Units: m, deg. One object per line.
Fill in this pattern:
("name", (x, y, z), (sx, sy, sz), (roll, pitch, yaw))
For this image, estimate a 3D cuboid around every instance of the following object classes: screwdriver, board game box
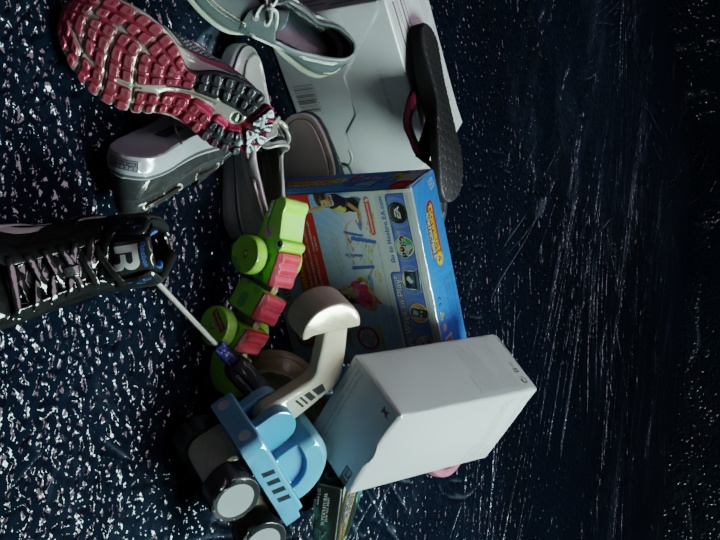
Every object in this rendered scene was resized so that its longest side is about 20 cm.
("screwdriver", (-0.141, 0.057, 0.970), (0.201, 0.029, 0.028), (54, 44, -26))
("board game box", (0.000, 0.000, 1.117), (0.056, 0.193, 0.203), (-40, 124, -51))
("board game box", (-0.015, 0.210, 1.087), (0.201, 0.028, 0.137), (-66, 165, -60))

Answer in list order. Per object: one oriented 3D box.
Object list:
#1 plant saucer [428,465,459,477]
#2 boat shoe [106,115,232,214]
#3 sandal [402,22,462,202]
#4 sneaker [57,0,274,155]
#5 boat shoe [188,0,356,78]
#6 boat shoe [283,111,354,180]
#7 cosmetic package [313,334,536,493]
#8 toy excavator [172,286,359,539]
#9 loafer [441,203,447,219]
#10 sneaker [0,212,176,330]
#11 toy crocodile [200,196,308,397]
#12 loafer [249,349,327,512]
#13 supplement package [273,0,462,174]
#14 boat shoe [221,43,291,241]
("plant saucer", (0.099, 0.181, 1.455), (0.200, 0.050, 0.204), (14, 75, -62))
("boat shoe", (-0.164, -0.105, 0.963), (0.200, 0.068, 0.058), (-37, 140, -57))
("sandal", (0.070, -0.162, 1.117), (0.075, 0.044, 0.203), (30, 49, -63))
("sneaker", (-0.169, -0.167, 0.907), (0.199, 0.081, 0.075), (31, 13, -29))
("boat shoe", (-0.087, -0.259, 1.052), (0.198, 0.061, 0.074), (28, 76, -33))
("boat shoe", (-0.041, -0.089, 1.181), (0.062, 0.074, 0.203), (-52, 134, -49))
("cosmetic package", (0.063, 0.135, 1.020), (0.198, 0.114, 0.081), (-1, 44, -43))
("toy excavator", (-0.071, 0.133, 0.961), (0.199, 0.100, 0.196), (-34, 130, -13))
("loafer", (0.072, -0.067, 1.406), (0.072, 0.072, 0.204), (-6, 92, -58))
("sneaker", (-0.215, -0.008, 0.791), (0.200, 0.110, 0.074), (-33, 116, -59))
("toy crocodile", (-0.098, 0.025, 1.026), (0.067, 0.061, 0.203), (17, 98, -54))
("loafer", (-0.068, 0.170, 1.097), (0.068, 0.075, 0.202), (-77, 152, -54))
("supplement package", (0.007, -0.223, 1.198), (0.111, 0.153, 0.202), (-56, 135, -47))
("boat shoe", (-0.104, -0.131, 1.070), (0.072, 0.065, 0.204), (9, 80, -62))
